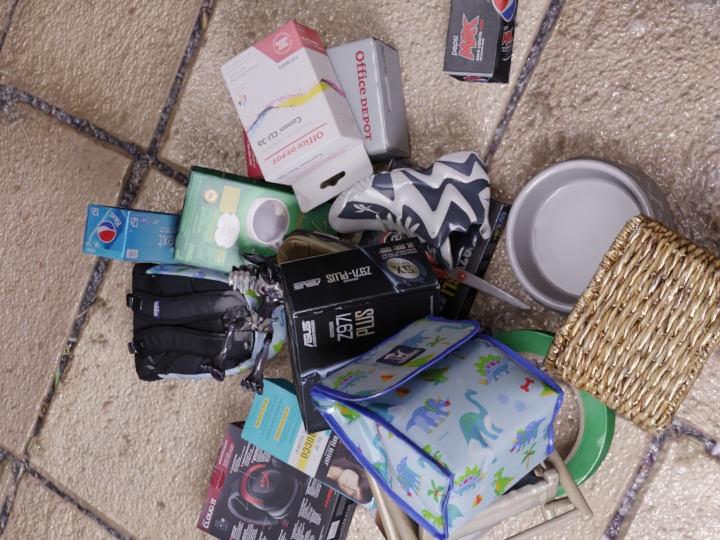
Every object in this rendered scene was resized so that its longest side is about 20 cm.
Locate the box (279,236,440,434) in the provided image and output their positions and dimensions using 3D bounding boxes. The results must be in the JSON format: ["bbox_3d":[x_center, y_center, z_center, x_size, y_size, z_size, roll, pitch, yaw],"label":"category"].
[{"bbox_3d":[0.002,0.075,1.324,0.163,0.201,0.086,-10,43,-9],"label":"box"}]

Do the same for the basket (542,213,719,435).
[{"bbox_3d":[0.316,0.057,1.275,0.149,0.143,0.201,31,98,18],"label":"basket"}]

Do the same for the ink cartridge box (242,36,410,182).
[{"bbox_3d":[-0.046,-0.198,1.487,0.199,0.083,0.146,-9,84,25],"label":"ink cartridge box"}]

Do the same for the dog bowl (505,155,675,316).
[{"bbox_3d":[0.259,-0.038,1.354,0.199,0.059,0.201,-1,87,25],"label":"dog bowl"}]

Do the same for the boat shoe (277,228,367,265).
[{"bbox_3d":[0.000,0.000,1.393,0.199,0.065,0.073,26,124,-9],"label":"boat shoe"}]

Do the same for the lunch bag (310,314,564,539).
[{"bbox_3d":[0.074,0.137,1.172,0.200,0.170,0.128,36,142,34],"label":"lunch bag"}]

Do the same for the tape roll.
[{"bbox_3d":[0.197,0.170,1.380,0.200,0.048,0.201,-1,87,25],"label":"tape roll"}]

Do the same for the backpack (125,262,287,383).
[{"bbox_3d":[-0.191,0.065,1.523,0.200,0.153,0.164,-5,89,45],"label":"backpack"}]

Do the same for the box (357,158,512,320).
[{"bbox_3d":[0.076,-0.018,1.443,0.159,0.049,0.201,24,98,21],"label":"box"}]

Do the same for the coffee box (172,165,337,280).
[{"bbox_3d":[-0.129,-0.051,1.482,0.199,0.044,0.123,12,104,-8],"label":"coffee box"}]

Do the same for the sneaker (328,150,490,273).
[{"bbox_3d":[0.063,-0.049,1.369,0.198,0.080,0.130,-15,64,8],"label":"sneaker"}]

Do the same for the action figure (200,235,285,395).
[{"bbox_3d":[-0.111,0.044,1.402,0.118,0.102,0.201,24,75,-6],"label":"action figure"}]

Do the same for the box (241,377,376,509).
[{"bbox_3d":[-0.044,0.205,1.403,0.199,0.049,0.083,23,97,29],"label":"box"}]

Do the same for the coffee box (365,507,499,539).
[{"bbox_3d":[0.062,0.255,1.421,0.113,0.080,0.200,-40,72,20],"label":"coffee box"}]

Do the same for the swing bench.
[{"bbox_3d":[0.110,0.216,1.273,0.198,0.130,0.201,-20,79,-15],"label":"swing bench"}]

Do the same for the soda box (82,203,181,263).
[{"bbox_3d":[-0.269,-0.045,1.520,0.068,0.200,0.064,10,92,25],"label":"soda box"}]

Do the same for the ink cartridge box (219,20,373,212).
[{"bbox_3d":[-0.076,-0.183,1.417,0.116,0.067,0.201,-29,77,22],"label":"ink cartridge box"}]

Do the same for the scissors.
[{"bbox_3d":[0.112,-0.004,1.393,0.199,0.014,0.073,11,91,25],"label":"scissors"}]

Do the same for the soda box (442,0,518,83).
[{"bbox_3d":[0.151,-0.331,1.412,0.071,0.063,0.201,7,91,25],"label":"soda box"}]

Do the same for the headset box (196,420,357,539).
[{"bbox_3d":[-0.110,0.289,1.503,0.199,0.075,0.149,20,96,24],"label":"headset box"}]
